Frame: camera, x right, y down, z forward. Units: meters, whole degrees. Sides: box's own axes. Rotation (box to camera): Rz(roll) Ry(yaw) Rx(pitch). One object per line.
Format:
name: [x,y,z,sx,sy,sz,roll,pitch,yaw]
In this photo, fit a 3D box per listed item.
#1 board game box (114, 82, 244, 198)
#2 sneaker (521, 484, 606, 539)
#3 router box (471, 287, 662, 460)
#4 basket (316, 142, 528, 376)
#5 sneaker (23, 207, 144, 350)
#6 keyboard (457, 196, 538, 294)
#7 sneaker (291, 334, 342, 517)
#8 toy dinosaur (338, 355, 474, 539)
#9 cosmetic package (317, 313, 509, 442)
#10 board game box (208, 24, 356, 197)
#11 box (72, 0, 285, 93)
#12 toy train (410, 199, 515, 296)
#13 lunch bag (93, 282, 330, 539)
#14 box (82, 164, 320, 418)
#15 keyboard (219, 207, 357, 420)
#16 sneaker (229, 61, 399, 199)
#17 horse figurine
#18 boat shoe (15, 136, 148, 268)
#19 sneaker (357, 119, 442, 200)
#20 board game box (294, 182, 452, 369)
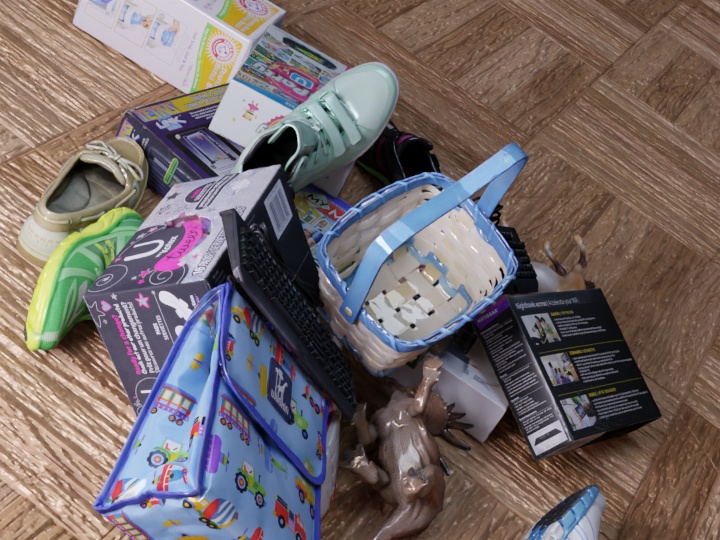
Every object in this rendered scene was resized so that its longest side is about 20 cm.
board game box: [-0.130,-0.116,1.367,0.165,0.057,0.200,41,35,19]
sneaker: [0.172,0.261,1.113,0.087,0.075,0.200,45,40,3]
router box: [0.205,0.096,1.287,0.199,0.051,0.150,-2,64,-53]
basket: [0.048,-0.011,1.101,0.176,0.200,0.139,-32,77,-33]
sneaker: [-0.217,0.008,1.124,0.083,0.074,0.200,29,33,5]
keyboard: [0.137,-0.029,1.274,0.104,0.040,0.200,62,18,10]
sneaker: [-0.058,0.131,1.110,0.081,0.077,0.200,3,33,-1]
toy dinosaur: [0.045,0.164,1.129,0.085,0.136,0.201,-7,56,18]
cosmetic package: [0.073,0.060,1.301,0.199,0.052,0.151,34,32,6]
board game box: [-0.060,-0.170,1.374,0.147,0.064,0.200,28,27,-6]
box: [-0.202,-0.285,1.488,0.199,0.102,0.113,32,34,2]
toy train: [0.100,-0.025,1.304,0.150,0.056,0.200,34,4,11]
lunch bag: [-0.088,0.121,0.963,0.151,0.094,0.201,50,38,-37]
box: [-0.125,0.016,1.103,0.114,0.133,0.200,-9,27,20]
keyboard: [-0.055,0.022,1.043,0.200,0.021,0.127,57,10,-42]
sneaker: [-0.034,-0.126,1.215,0.074,0.200,0.118,49,-9,-2]
horse figurine: [0.195,0.003,1.461,0.199,0.050,0.133,21,47,-25]
boat shoe: [-0.247,-0.076,1.214,0.073,0.063,0.201,32,36,3]
sneaker: [0.048,-0.131,1.492,0.076,0.084,0.200,-11,51,-33]
board game box: [0.000,0.000,1.255,0.199,0.029,0.135,34,35,10]
